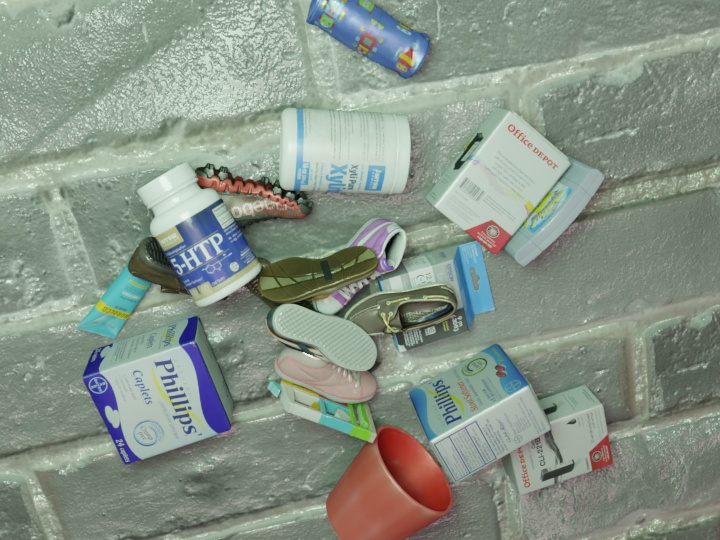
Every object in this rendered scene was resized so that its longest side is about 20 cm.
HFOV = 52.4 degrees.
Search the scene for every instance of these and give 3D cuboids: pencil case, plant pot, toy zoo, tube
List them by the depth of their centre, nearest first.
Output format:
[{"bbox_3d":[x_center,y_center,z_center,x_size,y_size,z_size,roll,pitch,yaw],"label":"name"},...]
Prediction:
[{"bbox_3d":[0.015,-0.377,1.141,0.199,0.087,0.078,26,139,-15],"label":"pencil case"},{"bbox_3d":[-0.391,0.031,1.233,0.077,0.050,0.200,29,105,-44],"label":"tube"},{"bbox_3d":[-0.071,0.235,1.307,0.199,0.131,0.021,24,104,-15],"label":"toy zoo"},{"bbox_3d":[0.044,0.422,1.366,0.200,0.201,0.177,38,108,-18],"label":"plant pot"}]

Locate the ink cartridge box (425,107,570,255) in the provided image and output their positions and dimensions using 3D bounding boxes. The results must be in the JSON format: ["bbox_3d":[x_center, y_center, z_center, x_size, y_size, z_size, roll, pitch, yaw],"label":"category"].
[{"bbox_3d":[0.232,-0.153,1.244,0.145,0.083,0.200,36,99,-15],"label":"ink cartridge box"}]

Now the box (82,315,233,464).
[{"bbox_3d":[-0.345,0.207,1.271,0.199,0.105,0.185,-19,111,-2],"label":"box"}]

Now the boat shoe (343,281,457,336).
[{"bbox_3d":[0.067,0.073,1.241,0.199,0.060,0.072,-15,112,4],"label":"boat shoe"}]

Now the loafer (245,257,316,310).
[{"bbox_3d":[-0.130,0.042,1.270,0.076,0.068,0.200,-32,126,7],"label":"loafer"}]

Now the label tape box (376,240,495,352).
[{"bbox_3d":[0.140,0.046,1.310,0.199,0.066,0.144,-16,110,-1],"label":"label tape box"}]

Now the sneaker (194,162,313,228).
[{"bbox_3d":[-0.180,-0.107,1.207,0.199,0.071,0.099,13,106,-10],"label":"sneaker"}]

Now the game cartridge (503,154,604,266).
[{"bbox_3d":[0.318,-0.104,1.249,0.040,0.133,0.200,37,99,-24],"label":"game cartridge"}]

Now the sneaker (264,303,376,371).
[{"bbox_3d":[-0.067,0.108,1.220,0.199,0.079,0.079,29,73,-24],"label":"sneaker"}]

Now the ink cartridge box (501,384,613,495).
[{"bbox_3d":[0.375,0.331,1.431,0.199,0.084,0.145,-18,111,-2],"label":"ink cartridge box"}]

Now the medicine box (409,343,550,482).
[{"bbox_3d":[0.211,0.253,1.328,0.199,0.182,0.103,-29,110,2],"label":"medicine box"}]

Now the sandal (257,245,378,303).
[{"bbox_3d":[-0.066,0.014,1.181,0.199,0.081,0.054,-14,145,0],"label":"sandal"}]

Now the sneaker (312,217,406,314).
[{"bbox_3d":[0.000,-0.001,1.225,0.073,0.114,0.201,36,88,-28],"label":"sneaker"}]

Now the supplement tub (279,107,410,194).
[{"bbox_3d":[-0.029,-0.190,1.169,0.199,0.132,0.133,1,108,-8],"label":"supplement tub"}]

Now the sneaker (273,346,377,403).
[{"bbox_3d":[-0.045,0.169,1.297,0.199,0.076,0.105,20,132,-18],"label":"sneaker"}]

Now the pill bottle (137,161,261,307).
[{"bbox_3d":[-0.251,-0.057,1.125,0.119,0.120,0.201,-30,102,2],"label":"pill bottle"}]

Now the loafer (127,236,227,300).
[{"bbox_3d":[-0.299,0.004,1.204,0.071,0.073,0.200,-27,144,24],"label":"loafer"}]
